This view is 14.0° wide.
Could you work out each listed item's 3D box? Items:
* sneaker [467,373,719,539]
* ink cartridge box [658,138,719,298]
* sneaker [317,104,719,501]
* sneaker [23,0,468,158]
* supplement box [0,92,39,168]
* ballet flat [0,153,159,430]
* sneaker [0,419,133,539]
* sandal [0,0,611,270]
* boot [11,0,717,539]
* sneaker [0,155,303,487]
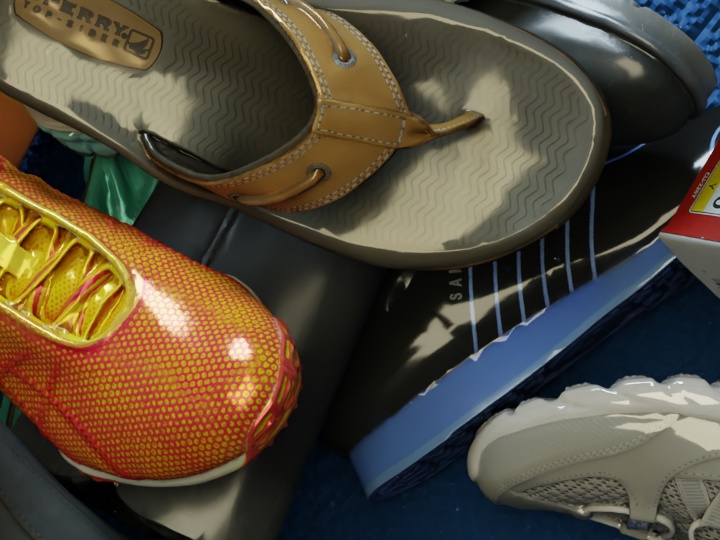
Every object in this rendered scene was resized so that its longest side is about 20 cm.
[{"bbox_3d":[0.130,0.081,0.920,0.199,0.075,0.082,6,81,11],"label":"sneaker"},{"bbox_3d":[0.215,-0.058,0.860,0.175,0.084,0.200,11,65,53],"label":"ink cartridge box"},{"bbox_3d":[0.060,-0.012,0.951,0.200,0.070,0.078,-36,78,2],"label":"sneaker"},{"bbox_3d":[-0.034,-0.105,0.882,0.200,0.086,0.078,-29,48,19],"label":"sneaker"},{"bbox_3d":[-0.110,-0.133,0.977,0.069,0.067,0.200,11,68,49],"label":"supplement box"},{"bbox_3d":[-0.066,-0.012,0.974,0.070,0.067,0.201,12,83,14],"label":"ballet flat"},{"bbox_3d":[-0.143,0.089,0.917,0.106,0.200,0.075,53,48,-17],"label":"sneaker"},{"bbox_3d":[-0.027,-0.055,0.835,0.200,0.055,0.082,23,98,-1],"label":"sandal"},{"bbox_3d":[-0.001,0.000,0.895,0.165,0.066,0.200,17,71,39],"label":"boot"},{"bbox_3d":[-0.099,0.007,0.868,0.200,0.077,0.073,24,78,39],"label":"sneaker"}]
